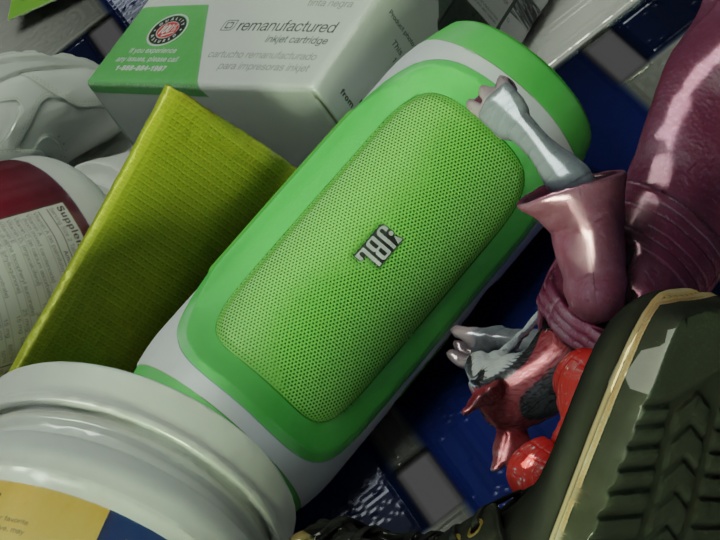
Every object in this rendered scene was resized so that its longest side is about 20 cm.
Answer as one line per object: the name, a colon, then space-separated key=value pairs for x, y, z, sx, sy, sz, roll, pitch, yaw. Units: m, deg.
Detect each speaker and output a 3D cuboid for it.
speaker: x=0.000 y=0.000 z=0.973 sx=0.200 sy=0.089 sz=0.088 roll=-49 pitch=37 yaw=-16

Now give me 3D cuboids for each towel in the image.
towel: x=-0.093 y=0.034 z=0.971 sx=0.018 sy=0.086 sz=0.201 roll=26 pitch=87 yaw=38

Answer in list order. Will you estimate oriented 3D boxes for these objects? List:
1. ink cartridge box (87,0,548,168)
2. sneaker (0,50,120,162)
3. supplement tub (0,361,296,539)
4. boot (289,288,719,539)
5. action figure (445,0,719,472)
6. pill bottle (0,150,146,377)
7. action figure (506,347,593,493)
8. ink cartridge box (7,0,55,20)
ink cartridge box: x=-0.002 y=-0.124 z=1.116 sx=0.146 sy=0.084 sz=0.200 roll=5 pitch=52 yaw=43
sneaker: x=-0.185 y=-0.030 z=1.173 sx=0.199 sy=0.078 sz=0.100 roll=-24 pitch=68 yaw=-25
supplement tub: x=-0.110 y=0.145 z=0.854 sx=0.144 sy=0.145 sz=0.201 roll=-8 pitch=45 yaw=35
boot: x=0.029 y=0.081 z=0.765 sx=0.138 sy=0.077 sz=0.201 roll=29 pitch=108 yaw=38
action figure: x=0.107 y=-0.004 z=0.897 sx=0.148 sy=0.134 sz=0.200 roll=27 pitch=67 yaw=21
pill bottle: x=-0.152 y=0.017 z=0.999 sx=0.199 sy=0.110 sz=0.109 roll=-18 pitch=20 yaw=-39
action figure: x=0.136 y=0.046 z=0.833 sx=0.199 sy=0.099 sz=0.065 roll=-25 pitch=27 yaw=-21
ink cartridge box: x=-0.115 y=-0.234 z=1.347 sx=0.199 sy=0.076 sz=0.148 roll=-23 pitch=37 yaw=18
